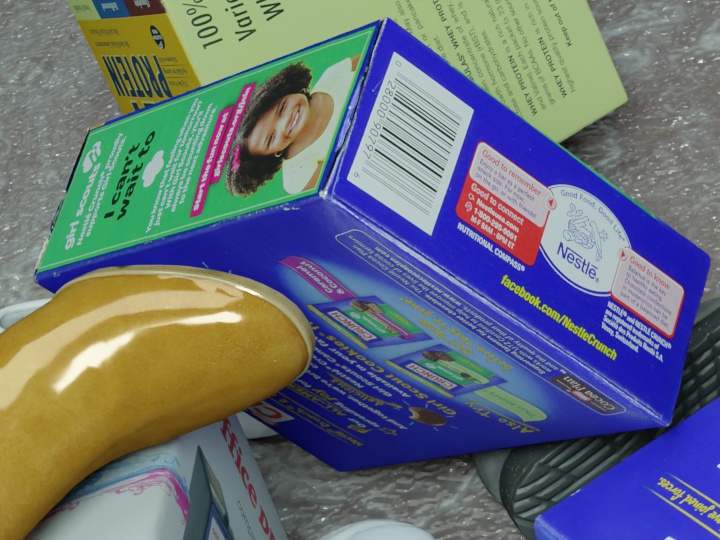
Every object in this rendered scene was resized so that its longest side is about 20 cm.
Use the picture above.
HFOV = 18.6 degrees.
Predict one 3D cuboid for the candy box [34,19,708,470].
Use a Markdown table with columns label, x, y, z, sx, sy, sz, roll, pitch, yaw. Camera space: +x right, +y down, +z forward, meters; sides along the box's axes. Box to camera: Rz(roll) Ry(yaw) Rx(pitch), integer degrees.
| label | x | y | z | sx | sy | sz | roll | pitch | yaw |
| --- | --- | --- | --- | --- | --- | --- | --- | --- | --- |
| candy box | 0.000 | 0.000 | 0.829 | 0.200 | 0.169 | 0.077 | -15 | 49 | 51 |

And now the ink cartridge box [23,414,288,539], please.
| label | x | y | z | sx | sy | sz | roll | pitch | yaw |
| --- | --- | --- | --- | --- | --- | --- | --- | --- | --- |
| ink cartridge box | -0.085 | 0.140 | 0.779 | 0.087 | 0.146 | 0.200 | -12 | 32 | 12 |

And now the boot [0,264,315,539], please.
| label | x | y | z | sx | sy | sz | roll | pitch | yaw |
| --- | --- | --- | --- | --- | --- | --- | --- | --- | --- |
| boot | -0.117 | 0.075 | 0.704 | 0.201 | 0.071 | 0.144 | -10 | 38 | 20 |

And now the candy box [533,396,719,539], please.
| label | x | y | z | sx | sy | sz | roll | pitch | yaw |
| --- | --- | --- | --- | --- | --- | --- | --- | --- | --- |
| candy box | 0.190 | 0.096 | 0.764 | 0.200 | 0.077 | 0.169 | -29 | 33 | -18 |

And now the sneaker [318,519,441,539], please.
| label | x | y | z | sx | sy | sz | roll | pitch | yaw |
| --- | --- | --- | --- | --- | --- | --- | --- | --- | --- |
| sneaker | 0.015 | 0.160 | 0.758 | 0.114 | 0.076 | 0.200 | -33 | 36 | -26 |

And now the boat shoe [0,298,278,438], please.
| label | x | y | z | sx | sy | sz | roll | pitch | yaw |
| --- | --- | --- | --- | --- | --- | --- | --- | --- | --- |
| boat shoe | -0.081 | 0.036 | 1.019 | 0.199 | 0.066 | 0.074 | -9 | 32 | 17 |

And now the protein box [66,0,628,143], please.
| label | x | y | z | sx | sy | sz | roll | pitch | yaw |
| --- | --- | --- | --- | --- | --- | --- | --- | --- | --- |
| protein box | -0.014 | -0.125 | 1.083 | 0.200 | 0.199 | 0.135 | -32 | 17 | -20 |

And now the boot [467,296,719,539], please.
| label | x | y | z | sx | sy | sz | roll | pitch | yaw |
| --- | --- | --- | --- | --- | --- | --- | --- | --- | --- |
| boot | 0.118 | 0.026 | 0.922 | 0.200 | 0.070 | 0.132 | -26 | 29 | -10 |
